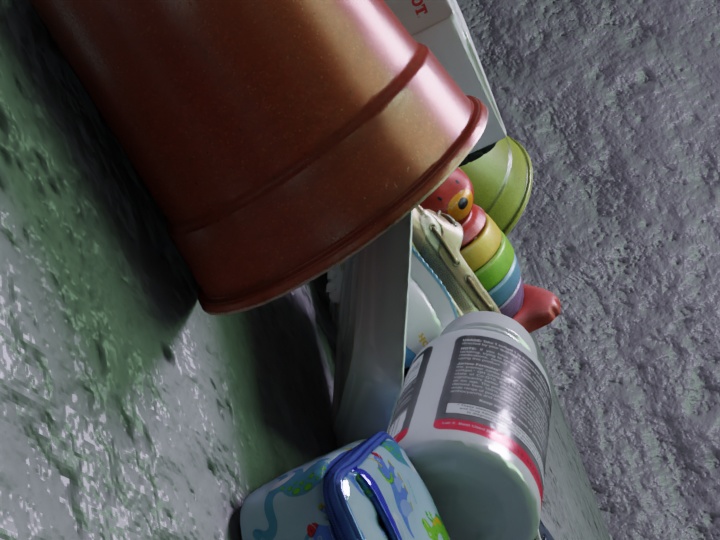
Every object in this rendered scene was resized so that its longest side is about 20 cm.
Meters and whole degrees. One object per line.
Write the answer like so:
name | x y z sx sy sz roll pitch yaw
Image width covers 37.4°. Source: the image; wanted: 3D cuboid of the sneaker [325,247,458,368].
sneaker | 0.000 0.000 0.901 0.200 0.080 0.077 50 -17 36

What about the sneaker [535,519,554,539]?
sneaker | 0.166 0.292 1.097 0.201 0.078 0.079 56 7 -1

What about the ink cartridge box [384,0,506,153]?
ink cartridge box | -0.007 -0.159 0.864 0.145 0.199 0.148 53 19 -49

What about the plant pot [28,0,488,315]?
plant pot | -0.064 -0.115 0.586 0.196 0.200 0.201 55 15 -18

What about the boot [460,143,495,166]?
boot | 0.031 -0.138 1.010 0.131 0.199 0.068 -79 154 -63

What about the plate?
plate | 0.006 0.025 0.732 0.200 0.032 0.201 105 -9 -60

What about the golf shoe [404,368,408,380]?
golf shoe | 0.044 0.048 0.998 0.200 0.088 0.077 48 -35 11

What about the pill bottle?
pill bottle | 0.078 0.111 0.755 0.111 0.110 0.200 63 23 -19

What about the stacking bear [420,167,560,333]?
stacking bear | 0.096 -0.018 1.046 0.114 0.121 0.201 20 -36 55

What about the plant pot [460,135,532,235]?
plant pot | 0.059 -0.129 1.200 0.193 0.200 0.201 41 25 -38

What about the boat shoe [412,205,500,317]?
boat shoe | 0.058 -0.021 0.952 0.201 0.064 0.071 61 -16 -5

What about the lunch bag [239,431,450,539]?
lunch bag | 0.014 0.197 0.581 0.201 0.082 0.161 67 14 7
